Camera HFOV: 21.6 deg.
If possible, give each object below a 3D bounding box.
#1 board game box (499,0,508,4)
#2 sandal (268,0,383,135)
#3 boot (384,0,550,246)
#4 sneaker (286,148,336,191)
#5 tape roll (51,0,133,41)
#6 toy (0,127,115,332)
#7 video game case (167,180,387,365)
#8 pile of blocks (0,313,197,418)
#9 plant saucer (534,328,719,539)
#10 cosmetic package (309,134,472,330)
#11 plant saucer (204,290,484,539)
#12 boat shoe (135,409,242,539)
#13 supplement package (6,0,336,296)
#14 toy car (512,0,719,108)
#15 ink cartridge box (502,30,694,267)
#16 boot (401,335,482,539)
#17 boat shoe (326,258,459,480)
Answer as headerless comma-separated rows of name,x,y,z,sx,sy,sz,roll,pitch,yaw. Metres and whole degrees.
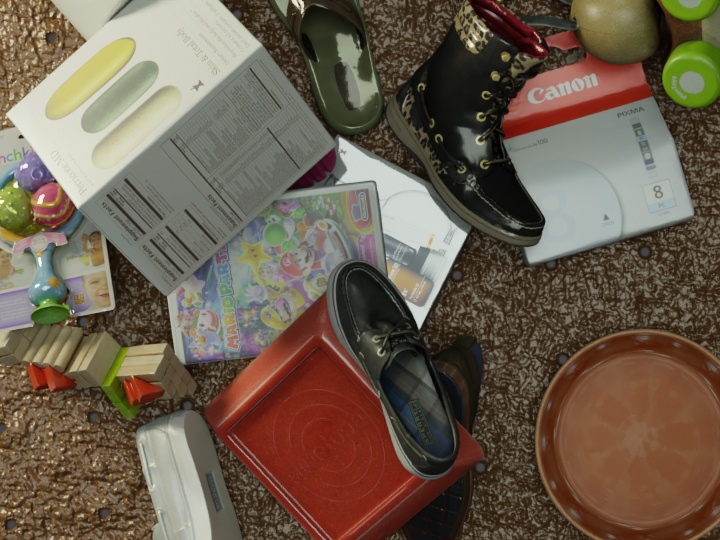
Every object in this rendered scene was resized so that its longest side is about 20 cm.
board game box,0.082,-0.337,1.739,0.102,0.048,0.200,-45,87,-1
sandal,-0.030,-0.223,1.732,0.079,0.057,0.202,-24,87,0
boot,0.117,-0.134,1.663,0.200,0.073,0.151,52,127,29
sneaker,-0.118,-0.099,1.723,0.199,0.081,0.089,-23,52,13
tape roll,-0.204,-0.309,1.670,0.203,0.203,0.139,-43,86,-1
toy,-0.293,-0.051,1.707,0.114,0.047,0.202,-12,70,0
video game case,-0.076,0.003,1.684,0.198,0.018,0.145,-7,97,5
pile of blocks,-0.251,0.097,1.703,0.198,0.082,0.062,13,51,15
plant saucer,0.257,0.154,1.719,0.198,0.032,0.202,0,86,1
cosmetic package,0.000,0.000,1.725,0.150,0.052,0.201,27,89,5
plant saucer,-0.024,0.150,1.668,0.200,0.037,0.200,46,122,-1
boat shoe,-0.158,0.230,1.712,0.068,0.072,0.202,-15,94,22
supplement package,-0.160,-0.121,1.610,0.200,0.151,0.152,-42,51,-1
toy car,0.241,-0.245,1.680,0.198,0.165,0.159,6,124,22
ink cartridge box,0.201,-0.121,1.726,0.159,0.047,0.202,-16,88,0
boot,0.082,0.157,1.704,0.074,0.097,0.202,14,119,18
boat shoe,0.031,0.078,1.586,0.069,0.066,0.202,-17,80,-17
